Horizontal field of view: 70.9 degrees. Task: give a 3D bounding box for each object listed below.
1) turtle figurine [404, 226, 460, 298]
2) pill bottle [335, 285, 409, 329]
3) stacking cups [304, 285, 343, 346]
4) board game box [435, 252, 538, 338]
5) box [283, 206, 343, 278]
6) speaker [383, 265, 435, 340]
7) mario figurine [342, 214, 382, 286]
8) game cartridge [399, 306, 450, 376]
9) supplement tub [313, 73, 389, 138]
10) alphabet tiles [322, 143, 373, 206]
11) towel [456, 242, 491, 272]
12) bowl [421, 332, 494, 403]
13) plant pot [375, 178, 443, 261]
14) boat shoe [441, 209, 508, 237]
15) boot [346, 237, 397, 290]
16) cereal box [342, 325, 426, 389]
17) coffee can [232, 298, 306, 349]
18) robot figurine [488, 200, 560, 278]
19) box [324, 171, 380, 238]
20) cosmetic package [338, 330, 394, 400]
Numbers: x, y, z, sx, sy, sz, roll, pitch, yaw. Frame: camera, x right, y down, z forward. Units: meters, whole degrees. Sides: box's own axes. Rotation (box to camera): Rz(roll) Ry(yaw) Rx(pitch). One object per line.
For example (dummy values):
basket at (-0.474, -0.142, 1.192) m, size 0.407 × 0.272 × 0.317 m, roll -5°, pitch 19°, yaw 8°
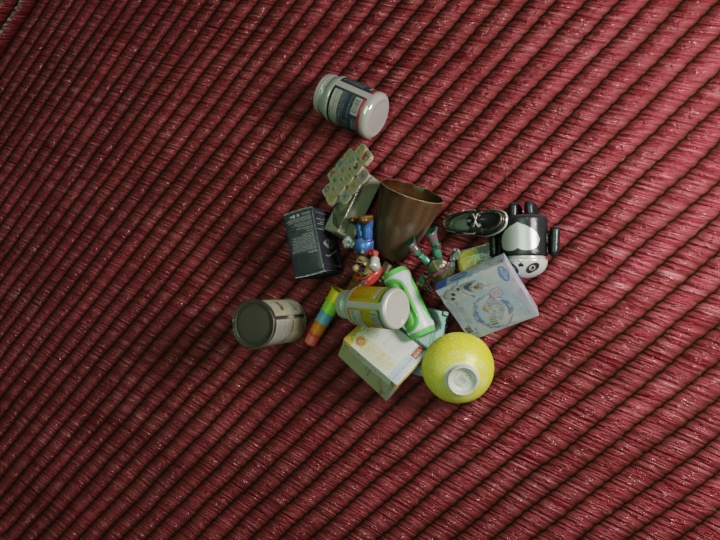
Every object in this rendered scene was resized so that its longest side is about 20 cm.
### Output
turtle figurine at (0.214, -0.014, 1.390) m, size 0.149 × 0.101 × 0.200 m, roll -33°, pitch 110°, yaw 1°
pill bottle at (0.027, 0.100, 1.397) m, size 0.199 × 0.113 × 0.113 m, roll 1°, pitch 88°, yaw 44°
stacking cups at (-0.109, 0.148, 1.571) m, size 0.060 × 0.060 × 0.201 m, roll 31°, pitch 100°, yaw 20°
board game box at (0.334, 0.075, 1.335) m, size 0.199 × 0.043 × 0.200 m, roll -25°, pitch 117°, yaw 27°
box at (-0.141, -0.079, 1.546) m, size 0.104 × 0.148 × 0.201 m, roll -13°, pitch 82°, yaw 21°
speaker at (0.137, 0.091, 1.426) m, size 0.088 × 0.088 × 0.201 m, roll -27°, pitch 78°, yaw 18°
mario figurine at (0.001, -0.052, 1.421) m, size 0.106 × 0.123 × 0.201 m, roll -8°, pitch 97°, yaw 3°
game cartridge at (0.177, 0.203, 1.468) m, size 0.133 × 0.040 × 0.201 m, roll 12°, pitch 92°, yaw 18°
supplement tub at (-0.027, -0.497, 1.523) m, size 0.200 × 0.140 × 0.141 m, roll 31°, pitch 99°, yaw 20°
alphabet tiles at (-0.041, -0.288, 1.525) m, size 0.200 × 0.015 × 0.196 m, roll -47°, pitch 38°, yaw 19°
towel at (0.353, 0.023, 1.413) m, size 0.143 × 0.023 × 0.201 m, roll -14°, pitch 83°, yaw 20°
bowl at (0.267, 0.277, 1.355) m, size 0.199 × 0.108 × 0.201 m, roll 1°, pitch 101°, yaw 3°
plant pot at (0.117, -0.135, 1.446) m, size 0.186 × 0.187 × 0.201 m, roll 26°, pitch 114°, yaw 20°
boat shoe at (0.305, -0.132, 1.367) m, size 0.200 × 0.060 × 0.074 m, roll 6°, pitch 88°, yaw 55°
boot at (0.000, 0.000, 1.528) m, size 0.200 × 0.074 × 0.155 m, roll 42°, pitch 105°, yaw 20°
cereal box at (0.068, 0.221, 1.427) m, size 0.200 × 0.144 × 0.040 m, roll 39°, pitch 146°, yaw 19°
coffee can at (-0.277, 0.160, 1.561) m, size 0.146 × 0.200 × 0.147 m, roll -1°, pitch 87°, yaw 22°
robot figurine at (0.429, -0.080, 1.330) m, size 0.124 × 0.150 × 0.201 m, roll 1°, pitch 87°, yaw -20°
box at (-0.024, -0.194, 1.513) m, size 0.082 × 0.068 × 0.201 m, roll 17°, pitch 81°, yaw 51°
cosmetic package at (0.037, 0.270, 1.479) m, size 0.200 × 0.073 × 0.104 m, roll 40°, pitch 138°, yaw 20°
